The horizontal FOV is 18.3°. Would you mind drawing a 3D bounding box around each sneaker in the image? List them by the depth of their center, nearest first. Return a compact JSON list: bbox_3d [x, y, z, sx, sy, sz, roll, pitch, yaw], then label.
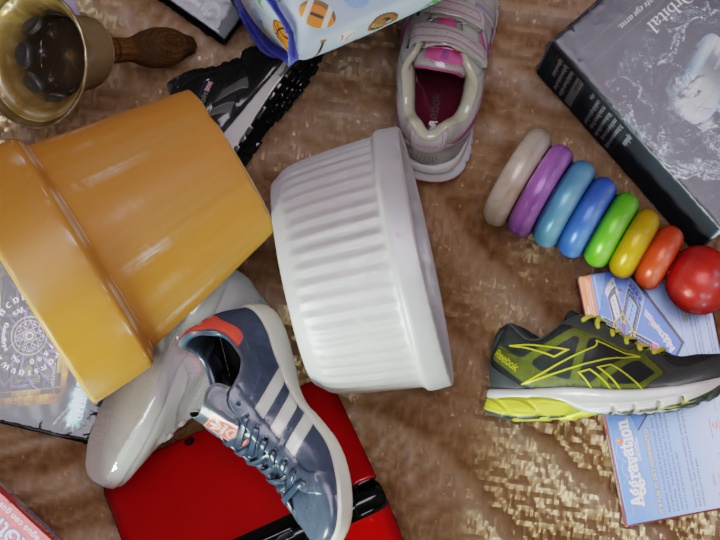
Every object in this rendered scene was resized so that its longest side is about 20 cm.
[{"bbox_3d":[-0.077,0.121,1.662,0.084,0.075,0.200,-9,61,-37],"label":"sneaker"},{"bbox_3d":[0.188,0.070,1.717,0.199,0.074,0.085,-6,84,16],"label":"sneaker"},{"bbox_3d":[-0.134,0.090,1.731,0.088,0.075,0.200,37,76,-31],"label":"sneaker"},{"bbox_3d":[0.069,-0.174,1.764,0.081,0.088,0.201,4,82,0],"label":"sneaker"},{"bbox_3d":[-0.106,-0.143,1.767,0.087,0.076,0.200,36,83,9],"label":"sneaker"}]

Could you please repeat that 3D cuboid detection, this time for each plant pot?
[{"bbox_3d":[-0.172,-0.034,1.655,0.183,0.200,0.201,-32,84,-6],"label":"plant pot"}]

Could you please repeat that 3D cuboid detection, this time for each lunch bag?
[{"bbox_3d":[-0.015,-0.238,1.694,0.170,0.200,0.124,-23,107,-8],"label":"lunch bag"}]

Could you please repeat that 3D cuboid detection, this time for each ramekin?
[{"bbox_3d":[0.000,0.000,1.688,0.105,0.200,0.201,-13,82,5],"label":"ramekin"}]

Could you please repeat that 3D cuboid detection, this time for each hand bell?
[{"bbox_3d":[-0.188,-0.169,1.716,0.104,0.200,0.105,6,101,32],"label":"hand bell"}]

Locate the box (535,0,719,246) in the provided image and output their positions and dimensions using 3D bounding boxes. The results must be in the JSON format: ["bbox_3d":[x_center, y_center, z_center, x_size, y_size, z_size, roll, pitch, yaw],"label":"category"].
[{"bbox_3d":[0.279,-0.158,1.752,0.197,0.117,0.200,-41,86,-6],"label":"box"}]

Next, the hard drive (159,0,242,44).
[{"bbox_3d":[-0.109,-0.302,1.807,0.139,0.033,0.200,35,83,4],"label":"hard drive"}]

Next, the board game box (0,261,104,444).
[{"bbox_3d":[-0.249,0.025,1.760,0.135,0.028,0.201,14,82,-1],"label":"board game box"}]

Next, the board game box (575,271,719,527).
[{"bbox_3d":[0.239,0.095,1.764,0.103,0.019,0.201,-10,82,-3],"label":"board game box"}]

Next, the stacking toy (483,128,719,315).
[{"bbox_3d":[0.199,-0.027,1.742,0.200,0.085,0.086,32,83,7],"label":"stacking toy"}]

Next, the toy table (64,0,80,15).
[{"bbox_3d":[-0.315,-0.230,1.734,0.117,0.184,0.200,-33,78,-22],"label":"toy table"}]

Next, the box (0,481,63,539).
[{"bbox_3d":[-0.280,0.221,1.697,0.200,0.103,0.095,42,84,3],"label":"box"}]

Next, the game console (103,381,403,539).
[{"bbox_3d":[-0.074,0.214,1.743,0.199,0.119,0.173,-24,114,-4],"label":"game console"}]
